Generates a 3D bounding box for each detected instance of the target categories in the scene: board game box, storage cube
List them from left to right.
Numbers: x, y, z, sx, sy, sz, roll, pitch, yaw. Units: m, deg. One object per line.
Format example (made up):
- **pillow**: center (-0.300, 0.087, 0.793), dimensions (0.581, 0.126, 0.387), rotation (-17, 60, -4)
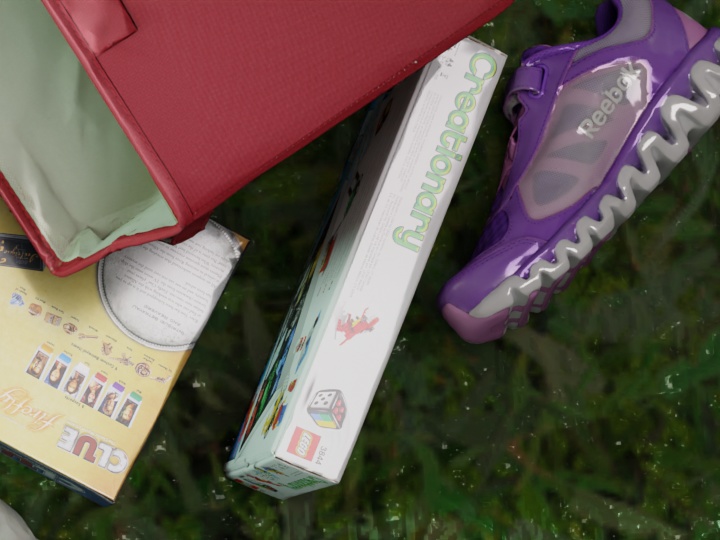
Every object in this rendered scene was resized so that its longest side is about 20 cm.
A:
- **board game box**: center (-0.168, -0.001, 1.283), dimensions (0.200, 0.035, 0.136), rotation (29, 78, -7)
- **storage cube**: center (-0.079, -0.126, 1.186), dimensions (0.180, 0.171, 0.200), rotation (-35, 97, -23)
- **board game box**: center (0.000, 0.000, 1.273), dimensions (0.035, 0.126, 0.200), rotation (23, 79, -8)

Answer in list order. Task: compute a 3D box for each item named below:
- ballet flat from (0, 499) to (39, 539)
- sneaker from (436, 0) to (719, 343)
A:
- **ballet flat**: center (-0.192, 0.123, 1.248), dimensions (0.199, 0.068, 0.069), rotation (8, 73, -12)
- **sneaker**: center (0.093, -0.055, 1.331), dimensions (0.088, 0.080, 0.200), rotation (41, 72, 2)
